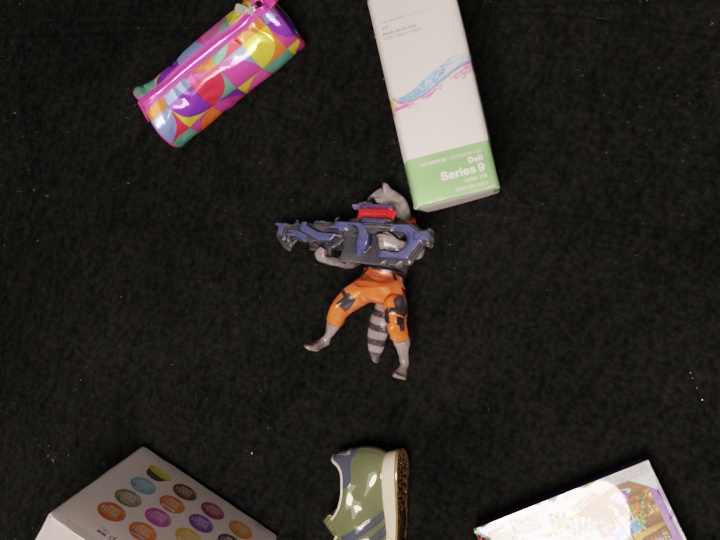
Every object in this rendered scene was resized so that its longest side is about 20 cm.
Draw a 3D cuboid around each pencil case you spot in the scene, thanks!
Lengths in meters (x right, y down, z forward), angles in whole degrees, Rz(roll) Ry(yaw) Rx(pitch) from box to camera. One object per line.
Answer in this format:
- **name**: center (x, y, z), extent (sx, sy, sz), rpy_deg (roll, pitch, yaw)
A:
- **pencil case**: center (-0.155, -0.224, 0.809), extent (0.200, 0.088, 0.089), rpy_deg (-38, 86, 12)

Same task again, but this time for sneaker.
- **sneaker**: center (0.003, 0.292, 0.825), extent (0.089, 0.067, 0.201), rpy_deg (3, 94, 18)

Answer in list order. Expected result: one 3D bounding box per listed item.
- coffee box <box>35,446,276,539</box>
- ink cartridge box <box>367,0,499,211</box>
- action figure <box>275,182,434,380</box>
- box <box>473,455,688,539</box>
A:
- **coffee box**: center (-0.245, 0.354, 0.806), extent (0.199, 0.198, 0.201), rpy_deg (31, 101, 7)
- **ink cartridge box**: center (0.077, -0.166, 0.734), extent (0.087, 0.145, 0.201), rpy_deg (-14, 91, 11)
- **action figure**: center (0.000, 0.000, 0.805), extent (0.199, 0.104, 0.194), rpy_deg (15, 90, 35)
- **box**: center (0.238, 0.298, 0.776), extent (0.199, 0.039, 0.137), rpy_deg (-25, 78, 11)
